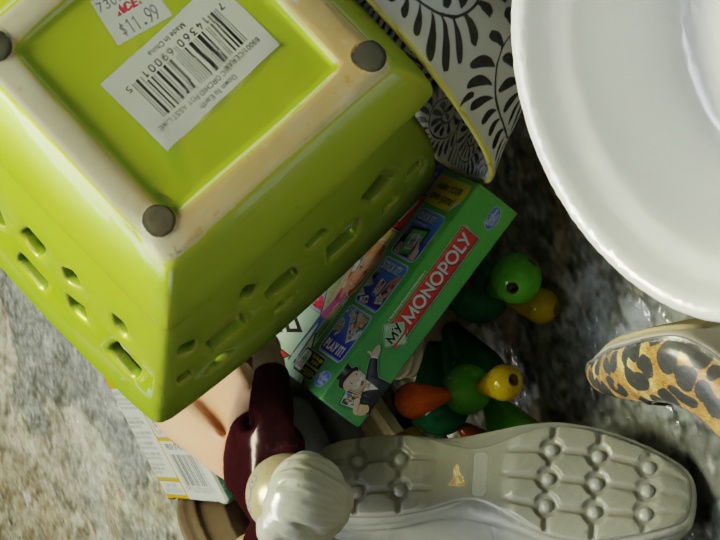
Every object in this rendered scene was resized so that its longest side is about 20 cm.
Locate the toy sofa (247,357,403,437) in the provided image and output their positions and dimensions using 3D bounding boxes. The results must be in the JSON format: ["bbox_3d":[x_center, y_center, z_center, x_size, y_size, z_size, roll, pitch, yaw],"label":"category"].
[{"bbox_3d":[-0.030,0.100,1.508,0.200,0.083,0.098,54,155,33],"label":"toy sofa"}]

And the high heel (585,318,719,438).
[{"bbox_3d":[0.177,0.091,1.135,0.200,0.071,0.143,-9,90,53],"label":"high heel"}]

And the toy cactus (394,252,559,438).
[{"bbox_3d":[0.045,0.047,1.353,0.200,0.102,0.165,92,159,-48],"label":"toy cactus"}]

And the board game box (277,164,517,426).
[{"bbox_3d":[0.000,0.000,1.323,0.029,0.135,0.200,36,178,-20],"label":"board game box"}]

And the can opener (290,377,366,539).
[{"bbox_3d":[0.011,0.140,1.382,0.066,0.053,0.200,-9,121,37],"label":"can opener"}]

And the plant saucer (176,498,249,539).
[{"bbox_3d":[-0.037,0.205,1.521,0.200,0.029,0.200,48,-171,-10],"label":"plant saucer"}]

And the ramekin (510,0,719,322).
[{"bbox_3d":[0.163,-0.088,1.026,0.200,0.098,0.201,30,130,43],"label":"ramekin"}]

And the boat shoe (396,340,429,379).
[{"bbox_3d":[-0.028,-0.017,1.464,0.200,0.064,0.071,57,147,30],"label":"boat shoe"}]

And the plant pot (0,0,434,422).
[{"bbox_3d":[-0.087,-0.073,1.185,0.199,0.200,0.182,47,166,6],"label":"plant pot"}]

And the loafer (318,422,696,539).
[{"bbox_3d":[0.073,0.118,1.269,0.070,0.199,0.070,62,-146,-61],"label":"loafer"}]

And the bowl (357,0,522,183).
[{"bbox_3d":[0.027,-0.148,1.232,0.201,0.094,0.201,46,173,7],"label":"bowl"}]

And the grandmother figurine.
[{"bbox_3d":[-0.055,0.095,1.266,0.200,0.060,0.122,-143,45,-67],"label":"grandmother figurine"}]

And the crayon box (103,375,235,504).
[{"bbox_3d":[-0.122,0.036,1.452,0.200,0.052,0.126,62,161,-7],"label":"crayon box"}]
